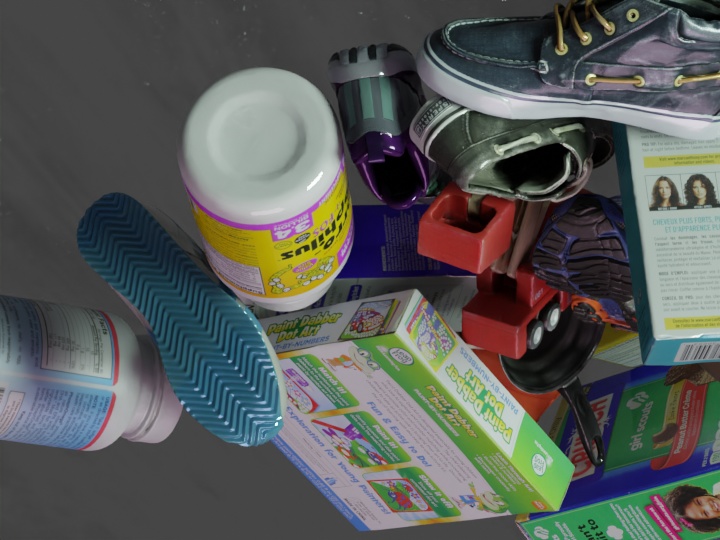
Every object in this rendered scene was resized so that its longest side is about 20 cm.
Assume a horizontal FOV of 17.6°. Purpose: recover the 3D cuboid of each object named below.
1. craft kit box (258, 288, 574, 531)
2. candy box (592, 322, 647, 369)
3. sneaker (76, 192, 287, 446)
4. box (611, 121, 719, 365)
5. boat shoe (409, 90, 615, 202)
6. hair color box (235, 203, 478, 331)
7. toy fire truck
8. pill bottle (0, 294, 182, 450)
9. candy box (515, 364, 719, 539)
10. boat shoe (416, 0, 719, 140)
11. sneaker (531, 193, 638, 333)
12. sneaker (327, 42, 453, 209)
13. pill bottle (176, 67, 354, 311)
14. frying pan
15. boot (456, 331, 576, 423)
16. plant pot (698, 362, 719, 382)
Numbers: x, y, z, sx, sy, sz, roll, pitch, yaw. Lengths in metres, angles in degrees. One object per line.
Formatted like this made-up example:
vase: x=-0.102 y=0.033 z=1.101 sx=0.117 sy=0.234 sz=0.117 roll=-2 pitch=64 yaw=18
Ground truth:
craft kit box: x=0.018 y=0.104 z=1.648 sx=0.197 sy=0.049 sz=0.200 roll=-8 pitch=133 yaw=44
candy box: x=0.281 y=0.036 z=1.858 sx=0.102 sy=0.027 sz=0.200 roll=17 pitch=149 yaw=-40
sneaker: x=-0.110 y=0.032 z=1.590 sx=0.076 sy=0.200 sz=0.081 roll=-38 pitch=166 yaw=10
box: x=0.203 y=-0.045 z=1.430 sx=0.082 sy=0.201 sz=0.049 roll=-3 pitch=158 yaw=-4
boat shoe: x=0.109 y=-0.072 z=1.464 sx=0.199 sy=0.064 sz=0.071 roll=-4 pitch=140 yaw=-51
hair color box: x=0.000 y=0.000 z=1.678 sx=0.199 sy=0.065 sz=0.109 roll=-2 pitch=158 yaw=-9
toy fire truck: x=0.109 y=-0.021 z=1.567 sx=0.049 sy=0.200 sz=0.142 roll=18 pitch=129 yaw=26
pill bottle: x=-0.237 y=0.078 z=1.763 sx=0.199 sy=0.109 sz=0.109 roll=11 pitch=153 yaw=-32
candy box: x=0.241 y=0.146 z=1.859 sx=0.199 sy=0.169 sz=0.077 roll=-22 pitch=117 yaw=33
boat shoe: x=0.136 y=-0.140 z=1.381 sx=0.199 sy=0.071 sz=0.091 roll=7 pitch=133 yaw=-3
sneaker: x=0.164 y=-0.018 z=1.557 sx=0.075 sy=0.079 sz=0.200 roll=9 pitch=167 yaw=15
sneaker: x=0.024 y=-0.066 z=1.495 sx=0.074 sy=0.088 sz=0.200 roll=-11 pitch=156 yaw=15
pill bottle: x=-0.057 y=-0.044 z=1.512 sx=0.104 sy=0.105 sz=0.200 roll=-5 pitch=158 yaw=2
frying pan: x=0.161 y=0.056 z=1.776 sx=0.031 sy=0.115 sz=0.190 roll=24 pitch=164 yaw=46
boot: x=0.081 y=0.076 z=1.803 sx=0.199 sy=0.075 sz=0.108 roll=13 pitch=117 yaw=-33
plant pot: x=0.305 y=-0.034 z=1.522 sx=0.199 sy=0.201 sz=0.174 roll=-4 pitch=142 yaw=-1
